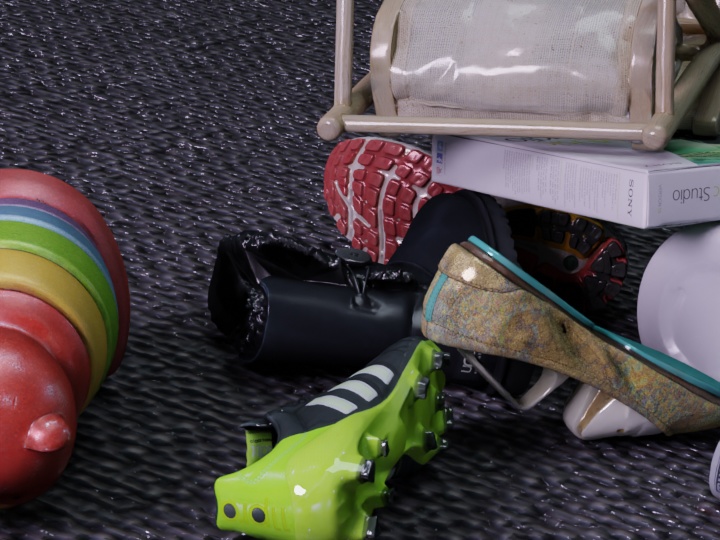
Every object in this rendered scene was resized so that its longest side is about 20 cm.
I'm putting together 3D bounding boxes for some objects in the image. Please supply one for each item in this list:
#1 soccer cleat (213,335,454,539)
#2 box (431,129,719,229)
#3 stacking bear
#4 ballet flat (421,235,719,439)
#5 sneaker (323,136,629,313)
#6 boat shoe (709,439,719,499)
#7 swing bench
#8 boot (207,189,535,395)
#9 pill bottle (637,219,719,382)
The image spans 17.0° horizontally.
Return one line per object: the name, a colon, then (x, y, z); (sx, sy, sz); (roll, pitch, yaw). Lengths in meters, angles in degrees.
soccer cleat: (-0.009, 0.076, 1.141); (0.081, 0.068, 0.200); (2, 16, 17)
box: (0.155, -0.059, 1.380); (0.144, 0.036, 0.200); (-6, 14, -33)
stacking bear: (-0.165, 0.039, 1.106); (0.121, 0.114, 0.200); (7, 23, -8)
ballet flat: (0.111, 0.051, 1.253); (0.200, 0.071, 0.071); (29, 8, -29)
sneaker: (0.071, -0.028, 1.492); (0.200, 0.078, 0.082); (22, 16, 8)
boat shoe: (0.258, 0.080, 1.247); (0.068, 0.074, 0.199); (23, 24, 31)
swing bench: (0.101, -0.137, 1.375); (0.199, 0.130, 0.200); (4, 5, 19)
boot: (0.000, 0.000, 1.344); (0.168, 0.077, 0.200); (10, 24, -13)
pill bottle: (0.258, 0.017, 1.376); (0.200, 0.111, 0.111); (-10, 27, -44)
